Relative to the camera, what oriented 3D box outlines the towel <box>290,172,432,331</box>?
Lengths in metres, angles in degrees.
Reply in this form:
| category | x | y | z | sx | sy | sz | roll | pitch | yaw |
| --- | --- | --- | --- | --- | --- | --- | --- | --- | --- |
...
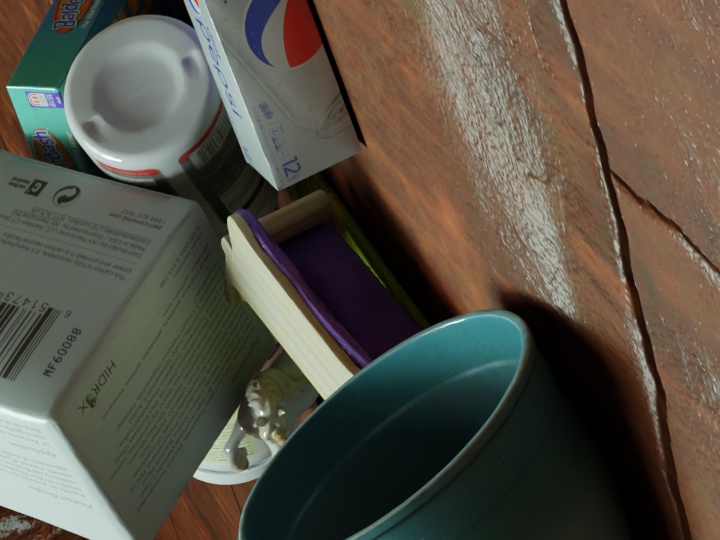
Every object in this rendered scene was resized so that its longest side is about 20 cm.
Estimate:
| category | x | y | z | sx | sy | sz | roll | pitch | yaw |
| --- | --- | --- | --- | --- | --- | --- | --- | --- | --- |
| towel | 0.000 | 0.000 | 1.713 | 0.200 | 0.018 | 0.086 | 54 | 166 | 37 |

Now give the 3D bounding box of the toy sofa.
| category | x | y | z | sx | sy | sz | roll | pitch | yaw |
| --- | --- | --- | --- | --- | --- | --- | --- | --- | --- |
| toy sofa | -0.006 | 0.035 | 1.610 | 0.200 | 0.083 | 0.098 | 50 | 154 | 31 |

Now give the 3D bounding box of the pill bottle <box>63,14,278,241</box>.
| category | x | y | z | sx | sy | sz | roll | pitch | yaw |
| --- | --- | --- | --- | --- | --- | --- | --- | --- | --- |
| pill bottle | -0.129 | -0.091 | 1.778 | 0.114 | 0.114 | 0.200 | 58 | 180 | 24 |

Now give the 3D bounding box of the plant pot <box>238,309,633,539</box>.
| category | x | y | z | sx | sy | sz | roll | pitch | yaw |
| --- | --- | --- | --- | --- | --- | --- | --- | --- | --- |
| plant pot | 0.067 | 0.158 | 1.389 | 0.188 | 0.200 | 0.200 | 51 | 172 | -18 |

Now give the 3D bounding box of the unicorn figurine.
| category | x | y | z | sx | sy | sz | roll | pitch | yaw |
| --- | --- | --- | --- | --- | --- | --- | --- | --- | --- |
| unicorn figurine | -0.050 | 0.094 | 1.763 | 0.073 | 0.201 | 0.138 | 16 | 139 | 7 |

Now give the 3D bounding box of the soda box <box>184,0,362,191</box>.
| category | x | y | z | sx | sy | sz | roll | pitch | yaw |
| --- | --- | --- | --- | --- | --- | --- | --- | --- | --- |
| soda box | -0.067 | -0.156 | 1.556 | 0.068 | 0.063 | 0.201 | 42 | 156 | 63 |

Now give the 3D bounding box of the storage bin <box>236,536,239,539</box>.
| category | x | y | z | sx | sy | sz | roll | pitch | yaw |
| --- | --- | --- | --- | --- | --- | --- | --- | --- | --- |
| storage bin | 0.007 | 0.198 | 1.669 | 0.134 | 0.146 | 0.200 | 35 | -169 | 14 |

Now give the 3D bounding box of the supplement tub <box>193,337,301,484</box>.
| category | x | y | z | sx | sy | sz | roll | pitch | yaw |
| --- | --- | --- | --- | --- | --- | --- | --- | --- | --- |
| supplement tub | -0.122 | 0.078 | 2.090 | 0.145 | 0.144 | 0.200 | 56 | 166 | 32 |

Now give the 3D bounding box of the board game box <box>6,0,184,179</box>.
| category | x | y | z | sx | sy | sz | roll | pitch | yaw |
| --- | --- | --- | --- | --- | --- | --- | --- | --- | --- |
| board game box | -0.188 | -0.145 | 1.844 | 0.153 | 0.045 | 0.201 | 75 | -154 | -43 |

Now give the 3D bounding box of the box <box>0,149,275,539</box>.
| category | x | y | z | sx | sy | sz | roll | pitch | yaw |
| --- | --- | --- | --- | --- | --- | --- | --- | --- | --- |
| box | -0.206 | 0.055 | 1.734 | 0.198 | 0.200 | 0.172 | 15 | 148 | 32 |
